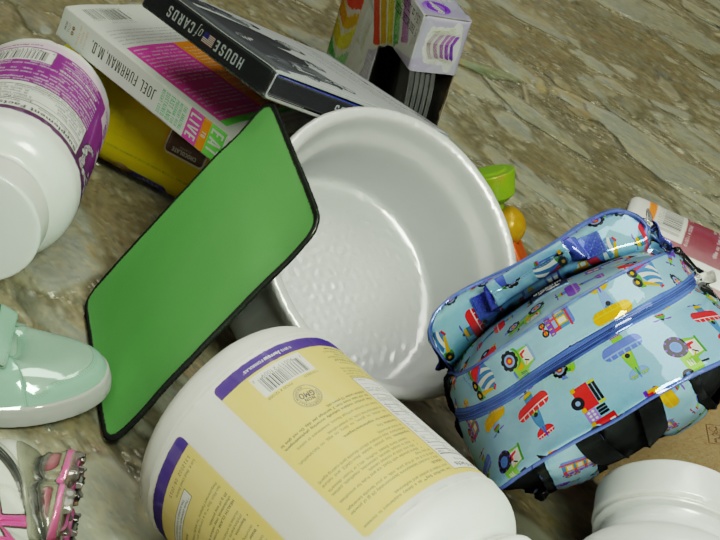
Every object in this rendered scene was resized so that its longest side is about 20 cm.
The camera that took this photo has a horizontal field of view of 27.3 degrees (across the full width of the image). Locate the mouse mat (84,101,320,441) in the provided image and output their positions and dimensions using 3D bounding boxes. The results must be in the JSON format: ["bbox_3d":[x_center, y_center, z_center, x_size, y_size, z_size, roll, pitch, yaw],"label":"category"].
[{"bbox_3d":[-0.106,-0.003,0.939,0.008,0.200,0.161,35,19,-33],"label":"mouse mat"}]

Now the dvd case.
[{"bbox_3d":[-0.043,-0.142,1.071,0.150,0.025,0.199,39,15,37],"label":"dvd case"}]

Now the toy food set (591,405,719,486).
[{"bbox_3d":[0.238,0.129,0.981,0.196,0.049,0.200,-1,29,-10],"label":"toy food set"}]

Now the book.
[{"bbox_3d":[-0.118,-0.143,1.128,0.200,0.048,0.133,39,30,26],"label":"book"}]

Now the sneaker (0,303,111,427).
[{"bbox_3d":[-0.235,0.021,0.879,0.199,0.119,0.074,12,28,-19],"label":"sneaker"}]

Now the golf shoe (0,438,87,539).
[{"bbox_3d":[-0.195,0.151,0.742,0.091,0.073,0.200,10,20,-6],"label":"golf shoe"}]

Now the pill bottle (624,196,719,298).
[{"bbox_3d":[0.289,0.031,1.207,0.199,0.115,0.114,25,29,6],"label":"pill bottle"}]

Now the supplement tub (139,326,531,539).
[{"bbox_3d":[-0.008,0.140,0.797,0.200,0.146,0.145,40,34,29],"label":"supplement tub"}]

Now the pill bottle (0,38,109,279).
[{"bbox_3d":[-0.246,-0.078,1.045,0.111,0.113,0.200,16,30,-8],"label":"pill bottle"}]

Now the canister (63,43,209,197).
[{"bbox_3d":[-0.141,-0.119,1.212,0.199,0.087,0.149,28,30,9],"label":"canister"}]

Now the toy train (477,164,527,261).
[{"bbox_3d":[0.109,-0.028,1.117,0.198,0.117,0.085,-4,17,11],"label":"toy train"}]

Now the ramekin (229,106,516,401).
[{"bbox_3d":[0.000,0.000,1.006,0.199,0.098,0.202,12,66,-28],"label":"ramekin"}]

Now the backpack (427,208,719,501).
[{"bbox_3d":[0.127,0.050,0.860,0.135,0.182,0.200,61,8,7],"label":"backpack"}]

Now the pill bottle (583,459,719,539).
[{"bbox_3d":[0.152,0.204,0.762,0.112,0.113,0.201,18,52,-4],"label":"pill bottle"}]

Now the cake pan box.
[{"bbox_3d":[0.025,-0.180,1.320,0.052,0.185,0.200,3,34,-21],"label":"cake pan box"}]
